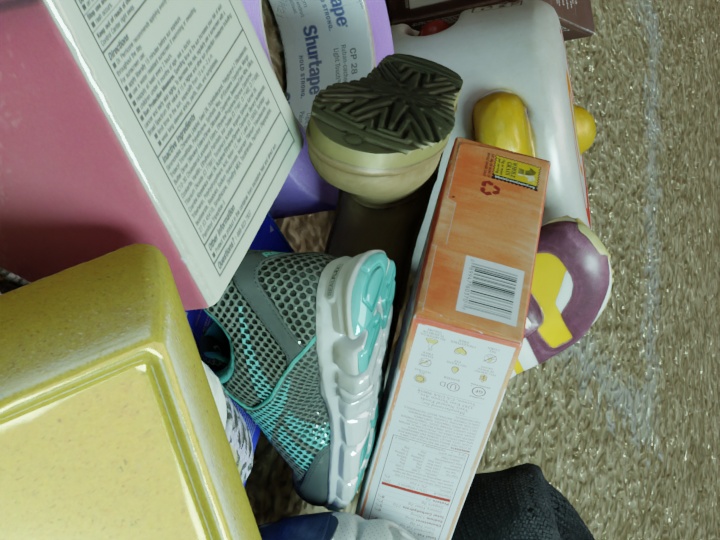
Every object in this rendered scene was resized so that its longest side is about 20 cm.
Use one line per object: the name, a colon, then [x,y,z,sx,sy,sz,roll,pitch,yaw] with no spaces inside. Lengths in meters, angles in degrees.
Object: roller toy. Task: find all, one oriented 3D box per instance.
roller toy: [0.090,-0.088,0.972,0.200,0.138,0.184,64,20,-55]

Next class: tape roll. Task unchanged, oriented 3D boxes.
tape roll: [-0.050,-0.132,0.827,0.200,0.065,0.202,24,63,-60]

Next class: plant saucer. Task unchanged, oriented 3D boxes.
plant saucer: [-0.117,0.113,0.516,0.199,0.048,0.202,-23,100,-31]

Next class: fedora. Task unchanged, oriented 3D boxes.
fedora: [0.103,0.188,0.930,0.201,0.091,0.201,51,12,-15]

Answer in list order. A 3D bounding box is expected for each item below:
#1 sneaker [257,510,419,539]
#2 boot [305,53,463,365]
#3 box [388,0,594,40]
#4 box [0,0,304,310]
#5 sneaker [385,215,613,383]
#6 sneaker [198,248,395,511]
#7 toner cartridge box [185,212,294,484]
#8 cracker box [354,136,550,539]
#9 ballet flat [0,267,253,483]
sneaker: [0.007,0.210,0.757,0.201,0.145,0.081,66,31,-29]
boot: [0.000,0.000,0.762,0.175,0.066,0.202,-42,150,-64]
box: [0.105,-0.222,1.124,0.200,0.099,0.076,3,81,-64]
box: [-0.124,-0.093,0.616,0.201,0.108,0.128,65,32,-31]
sneaker: [0.077,0.043,0.900,0.090,0.200,0.075,-28,76,-45]
sneaker: [-0.034,0.049,0.701,0.201,0.090,0.078,94,11,-53]
toner cartridge box: [-0.086,0.050,0.728,0.095,0.043,0.201,59,35,-41]
cracker box: [0.046,0.050,0.768,0.201,0.057,0.135,104,1,-46]
ballet flat: [-0.106,0.049,0.598,0.199,0.072,0.073,27,58,-38]
